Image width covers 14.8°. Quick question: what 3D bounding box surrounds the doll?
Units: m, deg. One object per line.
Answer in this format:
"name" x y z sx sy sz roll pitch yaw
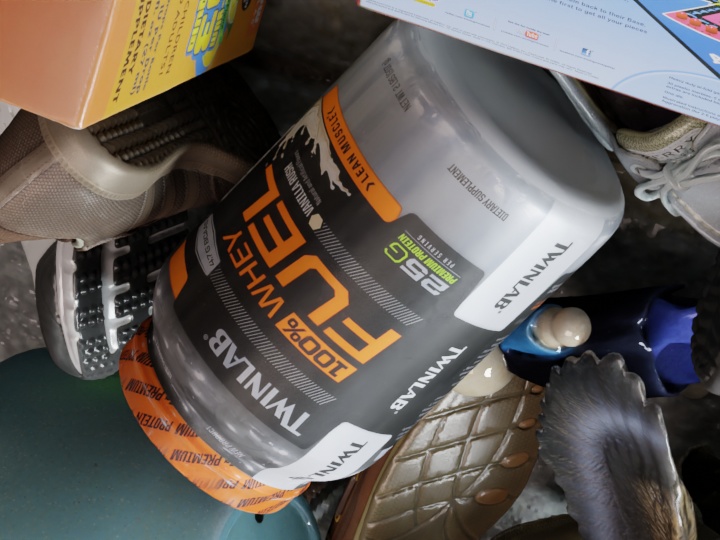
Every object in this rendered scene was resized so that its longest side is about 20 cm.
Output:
"doll" 0.122 0.030 1.157 0.199 0.049 0.136 -8 164 25

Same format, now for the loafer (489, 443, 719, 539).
"loafer" 0.141 0.116 1.234 0.199 0.076 0.068 -11 115 16

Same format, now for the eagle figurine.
"eagle figurine" 0.147 0.136 1.142 0.150 0.151 0.202 16 100 47

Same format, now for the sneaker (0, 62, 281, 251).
"sneaker" -0.099 -0.048 1.130 0.075 0.200 0.071 -34 81 20

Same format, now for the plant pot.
"plant pot" -0.097 0.139 1.280 0.134 0.200 0.201 2 130 34

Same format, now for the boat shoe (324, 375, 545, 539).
"boat shoe" 0.023 0.100 1.281 0.072 0.068 0.201 8 125 -27

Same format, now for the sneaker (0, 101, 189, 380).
"sneaker" -0.126 -0.053 1.200 0.080 0.074 0.202 5 101 37

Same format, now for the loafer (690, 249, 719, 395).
"loafer" 0.192 -0.038 1.042 0.071 0.073 0.201 19 112 -13

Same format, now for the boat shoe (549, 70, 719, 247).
"boat shoe" 0.108 -0.078 1.079 0.074 0.065 0.202 -14 122 37

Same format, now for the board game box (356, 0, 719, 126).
"board game box" 0.098 -0.096 0.954 0.199 0.020 0.103 19 152 5

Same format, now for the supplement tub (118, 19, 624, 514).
"supplement tub" 0.000 0.000 1.120 0.122 0.123 0.200 40 112 -11

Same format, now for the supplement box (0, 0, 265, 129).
"supplement box" -0.090 -0.109 1.057 0.068 0.200 0.067 21 108 9
